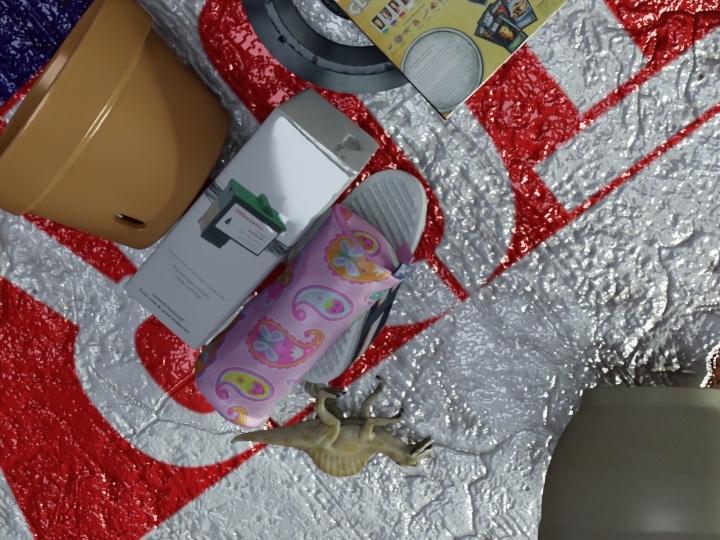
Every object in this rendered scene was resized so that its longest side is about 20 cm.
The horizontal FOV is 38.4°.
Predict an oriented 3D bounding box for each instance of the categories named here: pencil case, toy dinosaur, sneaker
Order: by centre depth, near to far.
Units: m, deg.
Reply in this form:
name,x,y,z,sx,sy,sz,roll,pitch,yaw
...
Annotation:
name,x,y,z,sx,sy,sz,roll,pitch,yaw
pencil case,-0.048,0.039,0.843,0.087,0.087,0.200,42,106,-8
sneaker,0.000,0.000,0.906,0.078,0.079,0.200,31,106,10
toy dinosaur,-0.031,0.148,0.968,0.199,0.058,0.101,4,110,5

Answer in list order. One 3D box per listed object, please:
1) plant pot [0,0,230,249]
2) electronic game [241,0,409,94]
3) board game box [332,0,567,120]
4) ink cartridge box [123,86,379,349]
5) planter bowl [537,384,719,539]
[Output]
name,x,y,z,sx,sy,sz,roll,pitch,yaw
plant pot,-0.201,-0.111,0.844,0.140,0.200,0.200,34,110,-23
electronic game,-0.001,-0.244,0.843,0.199,0.042,0.201,0,110,-1
board game box,0.092,-0.237,0.810,0.200,0.035,0.135,-43,111,8
ink cartridge box,-0.086,-0.049,0.863,0.084,0.146,0.200,41,107,-5
planter bowl,0.252,0.166,0.885,0.200,0.200,0.135,1,81,7
